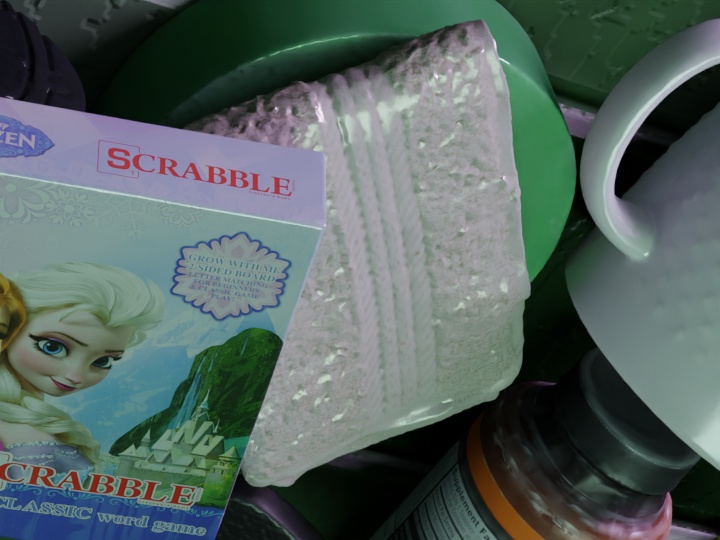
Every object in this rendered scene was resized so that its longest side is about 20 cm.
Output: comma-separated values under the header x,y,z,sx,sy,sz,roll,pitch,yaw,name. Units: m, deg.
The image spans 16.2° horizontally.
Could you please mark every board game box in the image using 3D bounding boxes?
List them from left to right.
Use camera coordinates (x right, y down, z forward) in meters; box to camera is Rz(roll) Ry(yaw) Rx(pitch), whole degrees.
x,y,z,sx,sy,sz,roll,pitch,yaw,name
-0.132,0.023,0.943,0.199,0.041,0.200,9,134,-12,board game box

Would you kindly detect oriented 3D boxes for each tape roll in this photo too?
x,y,z,sx,sy,sz,roll,pitch,yaw,name
-0.013,-0.035,1.039,0.199,0.048,0.201,-9,136,-8,tape roll

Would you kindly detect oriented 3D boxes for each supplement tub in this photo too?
x,y,z,sx,sy,sz,roll,pitch,yaw,name
0.074,0.126,1.191,0.107,0.107,0.200,18,127,-32,supplement tub

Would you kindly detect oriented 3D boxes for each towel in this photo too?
x,y,z,sx,sy,sz,roll,pitch,yaw,name
0.000,0.000,1.001,0.132,0.035,0.201,-22,137,-12,towel

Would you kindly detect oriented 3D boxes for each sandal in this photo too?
x,y,z,sx,sy,sz,roll,pitch,yaw,name
-0.003,0.149,1.134,0.075,0.045,0.200,-19,122,38,sandal

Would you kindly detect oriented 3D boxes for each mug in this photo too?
x,y,z,sx,sy,sz,roll,pitch,yaw,name
0.177,-0.027,1.041,0.200,0.148,0.175,31,113,-30,mug

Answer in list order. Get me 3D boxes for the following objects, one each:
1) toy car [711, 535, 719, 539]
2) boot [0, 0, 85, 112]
x,y,z,sx,sy,sz,roll,pitch,yaw,name
0.183,0.256,1.266,0.164,0.200,0.158,-38,168,15,toy car
-0.223,-0.048,0.939,0.197,0.074,0.163,21,124,-26,boot
